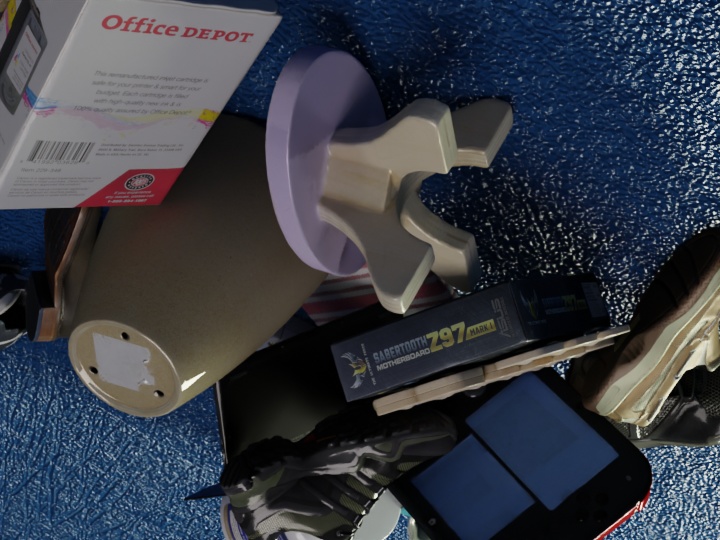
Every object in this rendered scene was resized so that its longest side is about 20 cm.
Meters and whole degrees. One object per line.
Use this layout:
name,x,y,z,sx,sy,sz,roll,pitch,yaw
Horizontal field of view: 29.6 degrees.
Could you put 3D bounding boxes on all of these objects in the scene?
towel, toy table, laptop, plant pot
towel,0.000,0.000,1.174,0.145,0.030,0.200,-8,141,29
toy table,0.020,-0.062,0.965,0.116,0.185,0.200,17,161,26
laptop,-0.064,0.117,1.209,0.116,0.186,0.202,33,137,47
plant pot,-0.138,0.011,1.051,0.186,0.200,0.188,14,132,16

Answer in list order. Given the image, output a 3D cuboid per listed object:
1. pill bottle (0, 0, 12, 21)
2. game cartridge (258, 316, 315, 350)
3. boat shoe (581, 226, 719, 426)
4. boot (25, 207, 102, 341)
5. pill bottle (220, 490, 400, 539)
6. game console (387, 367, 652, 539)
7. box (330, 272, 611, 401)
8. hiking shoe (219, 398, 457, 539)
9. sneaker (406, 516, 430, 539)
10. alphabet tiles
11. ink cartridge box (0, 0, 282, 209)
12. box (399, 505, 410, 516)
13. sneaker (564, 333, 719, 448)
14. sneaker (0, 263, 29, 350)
pill bottle,-0.231,-0.255,0.835,0.111,0.113,0.200,22,145,-10
game cartridge,-0.061,0.103,1.328,0.199,0.042,0.133,34,137,-24
boat shoe,0.257,0.050,1.083,0.076,0.072,0.200,26,130,-8
boot,-0.238,-0.012,1.232,0.096,0.075,0.201,1,140,-28
pill bottle,-0.051,0.247,1.422,0.119,0.120,0.199,33,151,-24
game console,0.123,0.164,1.130,0.200,0.176,0.031,45,161,40
box,0.091,0.050,1.072,0.157,0.051,0.200,-22,170,27
hiking shoe,-0.012,0.175,1.124,0.198,0.076,0.101,-16,111,-5
sneaker,0.116,0.242,1.420,0.072,0.073,0.200,29,141,-16
alphabet tiles,0.109,0.080,1.071,0.199,0.015,0.195,-11,172,-42
ink cartridge box,-0.166,-0.135,0.912,0.147,0.086,0.200,-2,143,-42
box,0.096,0.169,1.319,0.049,0.083,0.200,18,145,-8
sneaker,0.253,0.101,1.170,0.198,0.077,0.114,-14,142,43
sneaker,-0.381,0.009,1.286,0.129,0.080,0.200,-14,131,27
